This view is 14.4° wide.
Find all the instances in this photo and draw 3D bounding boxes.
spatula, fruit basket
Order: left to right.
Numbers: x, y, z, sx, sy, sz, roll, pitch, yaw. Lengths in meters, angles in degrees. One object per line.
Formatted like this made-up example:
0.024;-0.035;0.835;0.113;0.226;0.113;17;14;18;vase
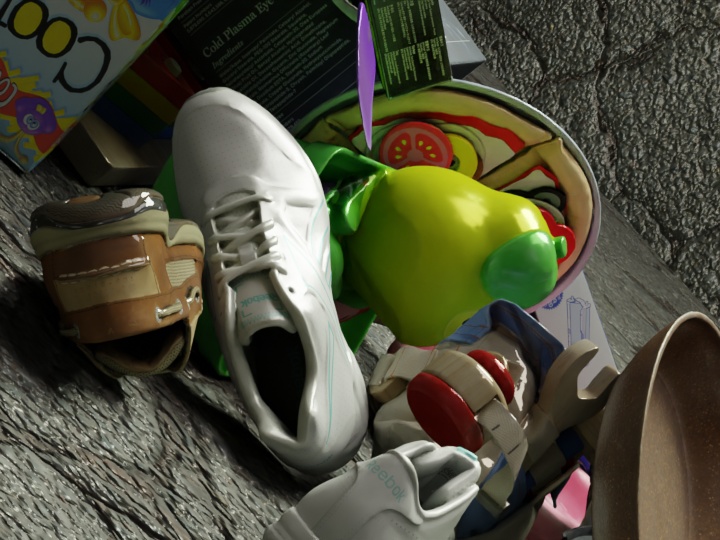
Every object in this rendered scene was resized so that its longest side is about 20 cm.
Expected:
-0.014;-0.155;1.513;0.057;0.020;0.200;78;-5;-55;spatula
0.000;0.000;1.538;0.215;0.156;0.216;29;4;-2;fruit basket

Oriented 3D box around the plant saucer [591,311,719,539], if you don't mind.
0.154;0.121;1.422;0.200;0.037;0.201;-1;90;-67;plant saucer

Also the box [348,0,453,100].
-0.005;-0.230;1.581;0.200;0.047;0.194;77;-8;-51;box

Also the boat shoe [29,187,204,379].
-0.109;0.014;1.308;0.200;0.075;0.074;49;29;-81;boat shoe

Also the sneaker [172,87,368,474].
-0.046;0.002;1.405;0.080;0.070;0.201;22;49;-79;sneaker

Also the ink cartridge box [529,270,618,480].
0.124;0.064;1.806;0.094;0.044;0.201;14;-53;65;ink cartridge box

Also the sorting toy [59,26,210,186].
-0.165;-0.151;1.687;0.200;0.070;0.199;55;10;4;sorting toy

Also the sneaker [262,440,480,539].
0.025;0.116;1.335;0.075;0.089;0.200;45;6;12;sneaker

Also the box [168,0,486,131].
-0.037;-0.168;1.761;0.182;0.104;0.200;53;18;6;box

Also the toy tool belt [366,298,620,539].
0.072;0.069;1.437;0.125;0.123;0.200;44;-22;16;toy tool belt

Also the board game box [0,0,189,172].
-0.142;-0.164;1.521;0.103;0.200;0.105;43;8;-6;board game box

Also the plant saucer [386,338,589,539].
0.082;0.121;1.695;0.200;0.051;0.201;42;9;-8;plant saucer

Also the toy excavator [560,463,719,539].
0.189;0.203;1.524;0.199;0.195;0.100;22;-19;11;toy excavator

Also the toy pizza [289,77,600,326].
0.041;-0.030;1.671;0.200;0.200;0.032;39;35;-27;toy pizza
